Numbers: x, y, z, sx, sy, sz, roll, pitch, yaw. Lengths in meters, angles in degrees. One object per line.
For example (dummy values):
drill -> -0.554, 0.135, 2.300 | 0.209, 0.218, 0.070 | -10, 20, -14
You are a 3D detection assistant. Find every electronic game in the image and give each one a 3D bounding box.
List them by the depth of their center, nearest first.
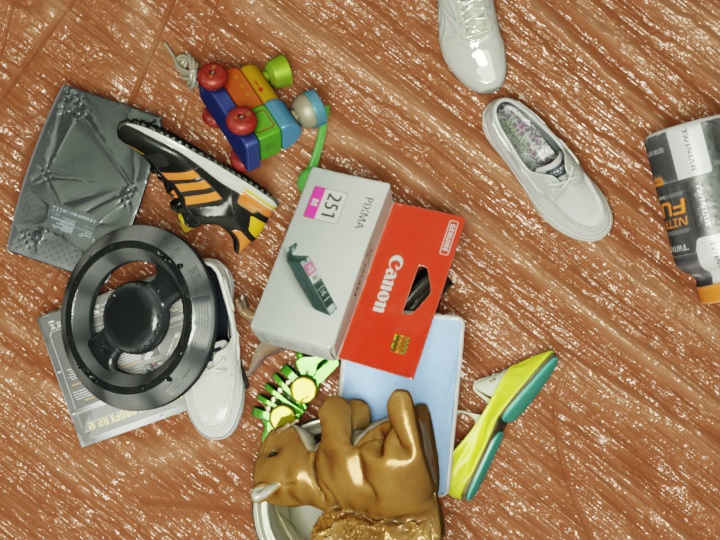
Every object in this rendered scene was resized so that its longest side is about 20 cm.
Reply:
electronic game -> -0.240, 0.051, 1.222 | 0.199, 0.042, 0.201 | -2, 86, 25

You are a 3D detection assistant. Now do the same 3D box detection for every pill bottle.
pill bottle -> 0.390, -0.066, 1.258 | 0.106, 0.106, 0.201 | -14, 89, 1

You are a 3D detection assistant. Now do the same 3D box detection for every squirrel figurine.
squirrel figurine -> -0.015, 0.227, 1.150 | 0.186, 0.142, 0.201 | -12, 82, 9

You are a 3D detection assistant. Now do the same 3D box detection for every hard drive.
hard drive -> -0.312, -0.098, 1.299 | 0.135, 0.042, 0.201 | 18, 89, 1

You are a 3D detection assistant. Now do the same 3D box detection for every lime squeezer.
lime squeezer -> -0.031, -0.084, 1.306 | 0.071, 0.038, 0.200 | -22, 88, -31

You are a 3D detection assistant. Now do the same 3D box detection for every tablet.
tablet -> 0.040, 0.142, 1.223 | 0.130, 0.014, 0.201 | 5, 97, 0

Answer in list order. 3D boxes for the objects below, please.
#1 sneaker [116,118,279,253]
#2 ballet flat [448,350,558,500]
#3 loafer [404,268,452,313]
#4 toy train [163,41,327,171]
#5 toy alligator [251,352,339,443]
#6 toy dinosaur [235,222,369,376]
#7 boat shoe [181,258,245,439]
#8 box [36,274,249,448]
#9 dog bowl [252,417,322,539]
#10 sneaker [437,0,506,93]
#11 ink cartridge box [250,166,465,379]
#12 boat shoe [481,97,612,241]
sneaker -> -0.193, -0.091, 1.267 | 0.200, 0.070, 0.090 | 29, 94, -19
ballet flat -> 0.145, 0.164, 1.283 | 0.067, 0.067, 0.200 | 32, 91, 22
loafer -> 0.051, 0.084, 1.283 | 0.071, 0.073, 0.200 | 32, 98, -5
toy train -> -0.130, -0.215, 1.289 | 0.116, 0.085, 0.200 | -25, 64, -17
toy alligator -> -0.067, 0.120, 1.284 | 0.054, 0.059, 0.200 | 36, 90, 1
toy dinosaur -> -0.048, 0.039, 1.250 | 0.135, 0.086, 0.200 | 27, 67, 20
boat shoe -> -0.167, 0.087, 1.235 | 0.073, 0.065, 0.201 | -7, 89, -1
box -> -0.246, 0.093, 1.292 | 0.200, 0.048, 0.159 | -20, 90, 0
dog bowl -> -0.019, 0.258, 1.275 | 0.199, 0.074, 0.201 | 0, 90, 1
sneaker -> 0.117, -0.298, 1.280 | 0.070, 0.080, 0.201 | -17, 90, -1
ink cartridge box -> 0.000, 0.000, 1.194 | 0.173, 0.044, 0.200 | 13, 67, 16
boat shoe -> 0.214, -0.116, 1.279 | 0.072, 0.069, 0.200 | -34, 89, 0
